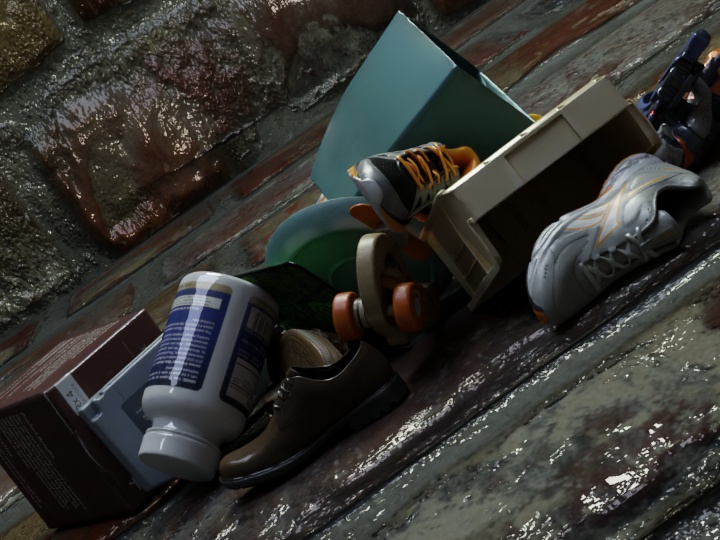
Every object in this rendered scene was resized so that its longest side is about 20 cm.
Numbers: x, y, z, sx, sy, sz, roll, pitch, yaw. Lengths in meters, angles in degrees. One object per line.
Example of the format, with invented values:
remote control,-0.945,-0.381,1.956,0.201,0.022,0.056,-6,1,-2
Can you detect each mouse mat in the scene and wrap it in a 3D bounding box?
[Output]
mouse mat,-0.053,0.044,1.723,0.200,0.161,0.008,-12,48,61

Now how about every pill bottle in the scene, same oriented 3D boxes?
pill bottle,-0.163,0.112,1.704,0.111,0.111,0.200,-17,50,54

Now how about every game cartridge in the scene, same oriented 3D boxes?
game cartridge,-0.192,0.137,1.766,0.200,0.133,0.042,-43,13,-30

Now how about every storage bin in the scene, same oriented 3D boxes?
storage bin,0.169,-0.075,1.577,0.200,0.094,0.199,-37,-8,-11

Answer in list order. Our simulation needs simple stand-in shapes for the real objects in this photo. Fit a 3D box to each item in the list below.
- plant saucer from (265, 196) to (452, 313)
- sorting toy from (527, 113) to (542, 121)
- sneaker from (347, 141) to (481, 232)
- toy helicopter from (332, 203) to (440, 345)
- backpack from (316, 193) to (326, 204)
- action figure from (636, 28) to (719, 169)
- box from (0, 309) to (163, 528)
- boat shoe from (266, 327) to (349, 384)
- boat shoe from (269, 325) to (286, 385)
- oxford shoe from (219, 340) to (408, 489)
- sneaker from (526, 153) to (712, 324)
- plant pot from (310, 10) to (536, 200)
plant saucer,0.000,0.000,1.707,0.200,0.200,0.027,-28,43,30
sorting toy,0.185,-0.098,1.829,0.200,0.107,0.180,-30,-6,18
sneaker,0.054,-0.090,1.575,0.077,0.078,0.200,-37,-8,22
toy helicopter,0.037,0.011,1.614,0.079,0.132,0.200,-10,-15,19
backpack,0.028,-0.052,1.911,0.190,0.154,0.200,-39,10,36
action figure,0.342,-0.169,1.617,0.193,0.105,0.200,-46,-9,-25
box,-0.298,0.170,1.847,0.200,0.166,0.164,-20,18,50
boat shoe,-0.043,0.090,1.705,0.069,0.074,0.200,-8,6,-18
boat shoe,-0.113,0.100,1.877,0.200,0.060,0.072,-32,13,10
oxford shoe,-0.060,0.134,1.556,0.200,0.084,0.073,-36,14,3
sneaker,0.229,-0.028,1.445,0.200,0.076,0.092,-48,33,-19
plant pot,0.054,-0.134,1.723,0.200,0.141,0.141,-51,40,11
